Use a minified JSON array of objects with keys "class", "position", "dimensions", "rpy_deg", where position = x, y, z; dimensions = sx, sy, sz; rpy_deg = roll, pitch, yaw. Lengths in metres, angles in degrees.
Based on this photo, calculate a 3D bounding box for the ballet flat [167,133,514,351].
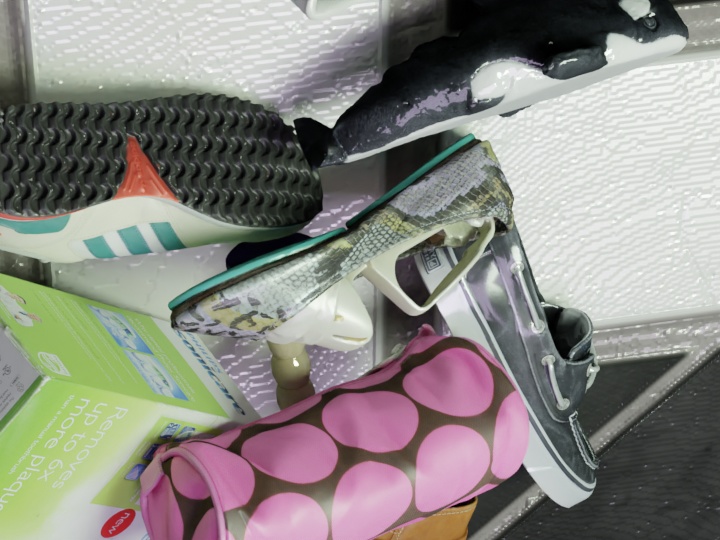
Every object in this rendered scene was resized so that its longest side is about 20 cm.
[{"class":"ballet flat","position":[0.000,0.000,1.288],"dimensions":[0.200,0.072,0.072],"rpy_deg":[-29,137,-27]}]

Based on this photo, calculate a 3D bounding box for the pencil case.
[{"class":"pencil case","position":[-0.016,0.097,1.309],"dimensions":[0.200,0.094,0.091],"rpy_deg":[-20,165,-34]}]

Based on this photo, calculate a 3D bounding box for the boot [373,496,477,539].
[{"class":"boot","position":[0.035,0.182,1.509],"dimensions":[0.200,0.077,0.155],"rpy_deg":[16,119,-18]}]

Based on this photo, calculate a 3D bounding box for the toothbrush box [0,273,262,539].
[{"class":"toothbrush box","position":[-0.163,0.091,1.301],"dimensions":[0.146,0.086,0.200],"rpy_deg":[-48,152,13]}]

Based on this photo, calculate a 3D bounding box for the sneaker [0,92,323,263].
[{"class":"sneaker","position":[-0.118,-0.041,1.287],"dimensions":[0.200,0.070,0.093],"rpy_deg":[-1,165,-33]}]

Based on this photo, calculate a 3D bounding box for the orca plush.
[{"class":"orca plush","position":[0.058,-0.112,1.284],"dimensions":[0.200,0.071,0.105],"rpy_deg":[-20,176,7]}]

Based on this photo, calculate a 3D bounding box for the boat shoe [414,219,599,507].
[{"class":"boat shoe","position":[0.098,0.049,1.412],"dimensions":[0.068,0.072,0.200],"rpy_deg":[-25,124,8]}]

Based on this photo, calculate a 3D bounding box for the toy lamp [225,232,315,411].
[{"class":"toy lamp","position":[-0.032,0.077,1.383],"dimensions":[0.058,0.058,0.200],"rpy_deg":[-10,119,-7]}]

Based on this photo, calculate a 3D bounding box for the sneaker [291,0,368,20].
[{"class":"sneaker","position":[0.054,-0.170,1.201],"dimensions":[0.200,0.089,0.075],"rpy_deg":[-26,129,6]}]
